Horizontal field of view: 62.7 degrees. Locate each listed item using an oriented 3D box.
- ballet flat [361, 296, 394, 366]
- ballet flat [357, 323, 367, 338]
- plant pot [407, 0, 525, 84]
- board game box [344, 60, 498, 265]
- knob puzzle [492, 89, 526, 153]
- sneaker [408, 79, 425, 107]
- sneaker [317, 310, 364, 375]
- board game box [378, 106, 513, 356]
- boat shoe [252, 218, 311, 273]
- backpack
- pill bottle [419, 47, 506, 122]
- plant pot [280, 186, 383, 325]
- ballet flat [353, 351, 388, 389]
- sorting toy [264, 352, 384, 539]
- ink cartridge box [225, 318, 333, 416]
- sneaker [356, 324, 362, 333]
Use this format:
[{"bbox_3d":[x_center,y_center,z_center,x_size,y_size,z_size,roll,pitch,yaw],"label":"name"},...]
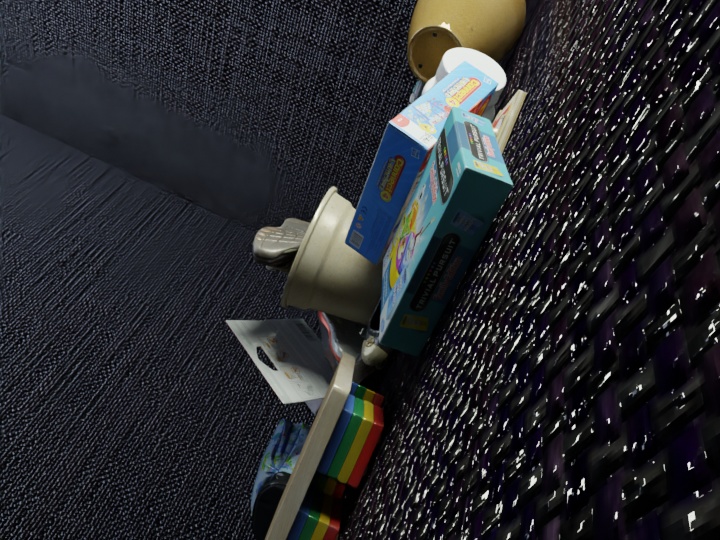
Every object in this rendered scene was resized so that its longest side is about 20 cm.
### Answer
[{"bbox_3d":[0.045,0.032,0.802,0.066,0.057,0.202,15,77,49],"label":"ballet flat"},{"bbox_3d":[0.012,0.115,1.020,0.069,0.069,0.202,-63,-3,-81],"label":"ballet flat"},{"bbox_3d":[0.150,-0.381,0.946,0.201,0.185,0.187,-55,-7,-42],"label":"plant pot"},{"bbox_3d":[0.076,-0.136,0.756,0.196,0.056,0.201,-46,-14,-39],"label":"board game box"},{"bbox_3d":[0.127,-0.107,0.718,0.220,0.030,0.222,24,-91,-90],"label":"knob puzzle"},{"bbox_3d":[0.137,-0.237,1.026,0.077,0.091,0.203,-17,-68,-35],"label":"sneaker"},{"bbox_3d":[-0.043,0.108,0.980,0.201,0.076,0.083,-105,33,-57],"label":"sneaker"},{"bbox_3d":[0.075,-0.041,0.594,0.152,0.046,0.202,-85,15,-56],"label":"board game box"},{"bbox_3d":[-0.116,-0.030,0.940,0.200,0.073,0.074,-40,-35,-70],"label":"boat shoe"},{"bbox_3d":[-0.113,0.343,0.990,0.200,0.152,0.165,-40,-29,-59],"label":"backpack"},{"bbox_3d":[0.131,-0.216,0.883,0.201,0.113,0.115,113,-179,-49],"label":"pill bottle"},{"bbox_3d":[0.000,0.000,0.916,0.200,0.181,0.203,24,-90,-90],"label":"plant pot"},{"bbox_3d":[0.000,0.181,0.890,0.067,0.046,0.202,-6,-48,-50],"label":"ballet flat"},{"bbox_3d":[-0.033,0.215,0.678,0.199,0.069,0.202,-47,-20,-88],"label":"sorting toy"},{"bbox_3d":[-0.115,0.157,0.974,0.172,0.200,0.044,3,-57,-46],"label":"ink cartridge box"},{"bbox_3d":[0.004,0.080,1.106,0.088,0.073,0.204,-7,-80,-80],"label":"sneaker"}]
